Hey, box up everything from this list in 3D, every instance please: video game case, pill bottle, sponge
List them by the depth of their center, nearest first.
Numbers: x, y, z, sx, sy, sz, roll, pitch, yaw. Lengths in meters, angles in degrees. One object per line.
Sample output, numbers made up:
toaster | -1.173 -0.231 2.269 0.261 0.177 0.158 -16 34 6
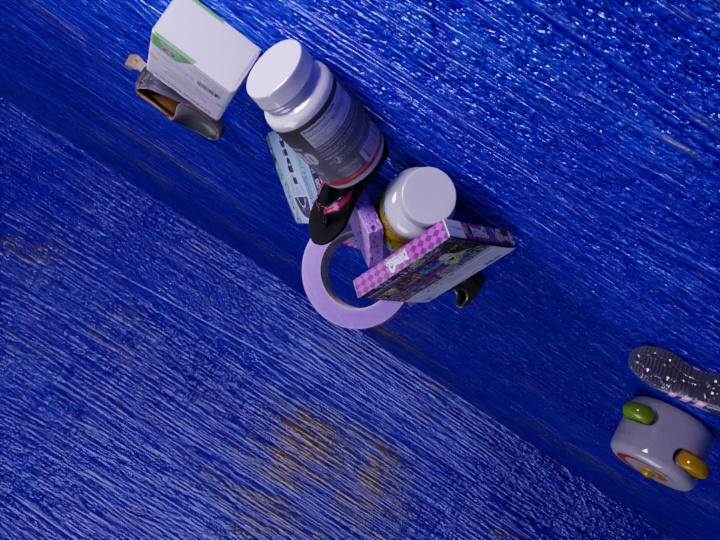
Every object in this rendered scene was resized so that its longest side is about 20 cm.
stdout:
pill bottle | -0.063 -0.217 1.129 0.113 0.115 0.200 21 164 46
pill bottle | 0.084 -0.095 1.252 0.112 0.114 0.200 33 170 -4
video game case | 0.116 -0.009 1.255 0.179 0.036 0.199 4 150 -46
sponge | -0.013 -0.118 1.322 0.112 0.029 0.203 88 159 -64

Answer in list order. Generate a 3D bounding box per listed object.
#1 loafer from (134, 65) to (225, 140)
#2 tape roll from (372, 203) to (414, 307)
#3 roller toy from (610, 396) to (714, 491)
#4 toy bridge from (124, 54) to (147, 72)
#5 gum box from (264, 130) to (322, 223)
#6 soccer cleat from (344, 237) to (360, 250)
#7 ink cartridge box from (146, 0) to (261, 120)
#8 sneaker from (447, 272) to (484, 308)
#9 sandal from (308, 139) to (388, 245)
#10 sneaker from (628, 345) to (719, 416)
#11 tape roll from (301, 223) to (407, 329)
loafer | -0.361 -0.318 1.600 0.198 0.073 0.073 34 134 -17
tape roll | 0.060 -0.029 1.552 0.201 0.065 0.200 52 -179 -1
roller toy | 0.620 0.363 1.661 0.198 0.141 0.183 27 169 23
toy bridge | -0.393 -0.366 1.660 0.067 0.027 0.200 19 162 47
gum box | -0.097 -0.168 1.387 0.199 0.044 0.173 8 120 69
soccer cleat | -0.033 -0.084 1.740 0.199 0.077 0.066 37 168 -19
ink cartridge box | -0.248 -0.328 1.255 0.144 0.085 0.200 35 169 -13
sneaker | 0.165 0.000 1.539 0.199 0.076 0.070 39 167 -33
sandal | -0.031 -0.128 1.243 0.045 0.201 0.075 2 -141 -52
sneaker | 0.537 0.192 1.328 0.198 0.071 0.082 27 165 37
tape roll | 0.000 0.000 1.415 0.198 0.202 0.085 30 -177 8
